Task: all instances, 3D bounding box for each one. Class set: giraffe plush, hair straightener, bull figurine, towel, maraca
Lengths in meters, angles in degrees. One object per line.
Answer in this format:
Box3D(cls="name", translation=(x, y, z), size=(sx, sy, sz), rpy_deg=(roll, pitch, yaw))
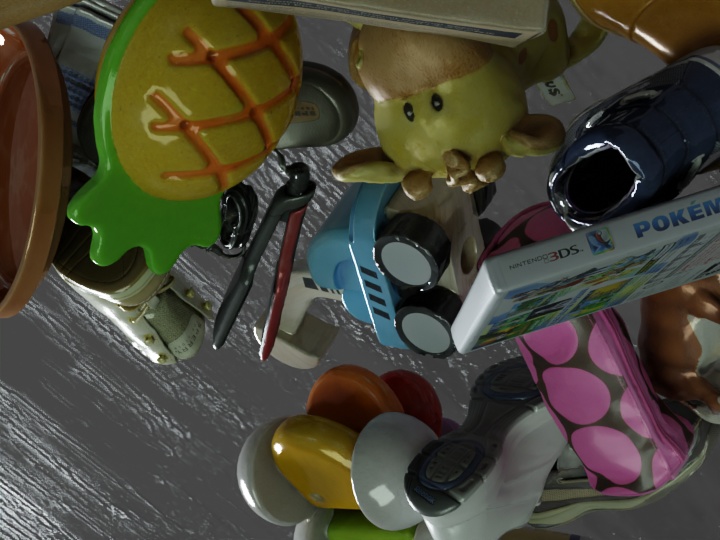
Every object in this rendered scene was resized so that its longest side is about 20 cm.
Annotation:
Box3D(cls="giraffe plush", translation=(0.046, -0.120, 0.793), size=(0.200, 0.162, 0.173), rpy_deg=(39, 132, -17))
Box3D(cls="hair straightener", translation=(-0.080, -0.013, 0.942), size=(0.077, 0.041, 0.200), rpy_deg=(12, 141, -6))
Box3D(cls="bull figurine", translation=(0.225, 0.025, 0.925), size=(0.121, 0.065, 0.200), rpy_deg=(34, 154, 35))
Box3D(cls="towel", translation=(-0.166, -0.098, 0.988), size=(0.147, 0.024, 0.200), rpy_deg=(25, 137, -8))
Box3D(cls="maraca", translation=(-0.103, -0.091, 0.826), size=(0.137, 0.107, 0.200), rpy_deg=(11, 106, -45))

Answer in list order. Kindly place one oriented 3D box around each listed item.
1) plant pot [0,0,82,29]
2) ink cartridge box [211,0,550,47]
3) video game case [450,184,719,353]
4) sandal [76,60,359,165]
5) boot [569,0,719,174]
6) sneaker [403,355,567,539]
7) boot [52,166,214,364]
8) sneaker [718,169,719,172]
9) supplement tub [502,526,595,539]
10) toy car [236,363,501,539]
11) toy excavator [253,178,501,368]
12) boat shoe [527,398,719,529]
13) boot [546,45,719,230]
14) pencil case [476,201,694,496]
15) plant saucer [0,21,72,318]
Box3D(cls="plant pot", translation=(-0.143, -0.232, 0.762), size=(0.200, 0.186, 0.186), rpy_deg=(-8, 131, 5))
Box3D(cls="ink cartridge box", translation=(0.018, -0.219, 0.675), size=(0.165, 0.075, 0.200), rpy_deg=(6, 94, -4))
Box3D(cls="video game case", translation=(0.144, -0.004, 0.755), size=(0.182, 0.022, 0.200), rpy_deg=(-17, 170, -4))
Box3D(cls="sandal", translation=(-0.100, -0.092, 0.916), size=(0.200, 0.055, 0.082), rpy_deg=(0, 135, 17))
Box3D(cls="boot", translation=(0.188, -0.150, 0.727), size=(0.201, 0.071, 0.144), rpy_deg=(60, 147, -4))
Box3D(cls="sneaker", translation=(0.104, 0.129, 0.990), size=(0.074, 0.200, 0.087), rpy_deg=(11, 129, 42))
Box3D(cls="boot", translation=(-0.155, 0.010, 0.977), size=(0.200, 0.072, 0.155), rpy_deg=(29, 161, 53))
Box3D(cls="sneaker", translation=(0.245, -0.075, 0.834), size=(0.088, 0.074, 0.200), rpy_deg=(-15, 112, 39))
Box3D(cls="supplement tub", translation=(0.096, 0.279, 1.166), size=(0.200, 0.145, 0.145), rpy_deg=(7, 134, 12))
Box3D(cls="toy car", translation=(0.021, 0.156, 1.065), size=(0.175, 0.150, 0.200), rpy_deg=(-6, 128, 42))
Box3D(cls="toy excavator", translation=(0.000, 0.000, 0.988), size=(0.200, 0.100, 0.195), rpy_deg=(11, 137, 29))
Box3D(cls="boat shoe", translation=(0.178, 0.138, 1.055), size=(0.073, 0.075, 0.200), rpy_deg=(41, 130, -20))
Box3D(cls="boot", translation=(0.129, -0.054, 0.755), size=(0.073, 0.090, 0.200), rpy_deg=(55, 158, 5))
Box3D(cls="pencil case", translation=(0.152, 0.056, 0.918), size=(0.094, 0.091, 0.200), rpy_deg=(-3, 124, 50))
Box3D(cls="plant saucer", translation=(-0.235, -0.068, 0.938), size=(0.032, 0.200, 0.200), rpy_deg=(2, 144, -32))
